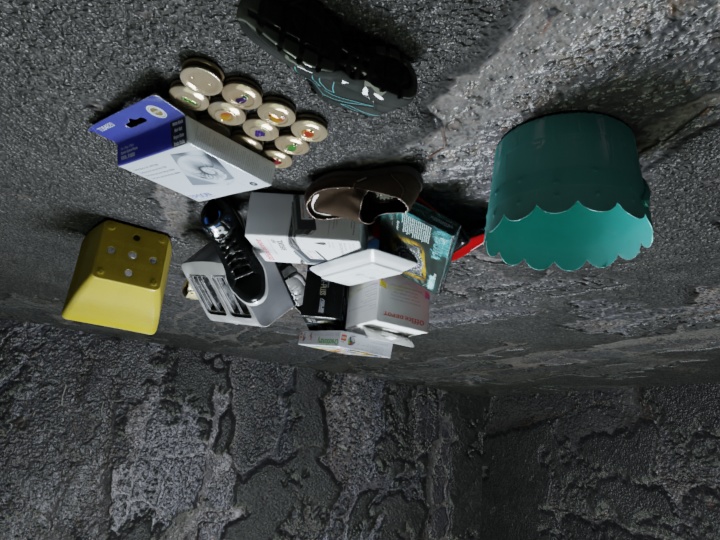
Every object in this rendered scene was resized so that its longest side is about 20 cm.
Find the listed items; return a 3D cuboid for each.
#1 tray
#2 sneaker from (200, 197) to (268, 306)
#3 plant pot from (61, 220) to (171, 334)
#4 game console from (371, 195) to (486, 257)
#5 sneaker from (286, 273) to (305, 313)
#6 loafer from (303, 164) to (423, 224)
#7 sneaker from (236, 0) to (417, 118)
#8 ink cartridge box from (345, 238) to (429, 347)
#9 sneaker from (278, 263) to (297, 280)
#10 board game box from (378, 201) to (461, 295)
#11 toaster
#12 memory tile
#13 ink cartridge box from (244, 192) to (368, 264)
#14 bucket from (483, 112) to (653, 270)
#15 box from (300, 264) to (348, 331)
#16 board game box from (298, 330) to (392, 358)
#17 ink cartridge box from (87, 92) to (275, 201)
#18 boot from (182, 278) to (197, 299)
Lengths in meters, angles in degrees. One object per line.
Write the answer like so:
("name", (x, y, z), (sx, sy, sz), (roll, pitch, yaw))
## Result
("tray", (0.000, 0.000, 0.951), (0.107, 0.022, 0.199), (15, 162, -35))
("sneaker", (-0.230, -0.037, 0.909), (0.073, 0.201, 0.112), (-26, 159, 2))
("plant pot", (-0.518, 0.002, 1.149), (0.199, 0.202, 0.176), (16, 147, -27))
("game console", (0.141, -0.078, 0.944), (0.171, 0.120, 0.200), (-21, 172, -23))
("sneaker", (-0.177, 0.058, 1.347), (0.074, 0.083, 0.200), (-3, 159, 27))
("loafer", (-0.005, -0.109, 0.791), (0.198, 0.071, 0.073), (-9, 138, 28))
("sneaker", (-0.037, -0.206, 0.530), (0.199, 0.076, 0.079), (18, 160, -31))
("ink cartridge box", (0.056, 0.052, 1.067), (0.128, 0.202, 0.125), (17, 159, -28))
("sneaker", (-0.222, -0.001, 1.204), (0.199, 0.080, 0.074), (-19, -174, 45))
("board game box", (0.095, -0.042, 0.898), (0.135, 0.028, 0.201), (30, 154, 16))
("toaster", (-0.255, 0.018, 1.090), (0.180, 0.119, 0.201), (1, 123, 38))
("memory tile", (-0.154, -0.197, 0.687), (0.199, 0.017, 0.153), (19, 157, -33))
("ink cartridge box", (-0.090, -0.070, 0.935), (0.198, 0.085, 0.145), (4, 163, 6))
("bucket", (0.262, -0.094, 0.670), (0.205, 0.136, 0.207), (6, 162, 2))
("box", (-0.069, 0.051, 1.164), (0.085, 0.165, 0.200), (5, 161, 3))
("board game box", (-0.037, 0.157, 1.117), (0.125, 0.035, 0.200), (17, 166, -27))
("ink cartridge box", (-0.259, -0.163, 0.750), (0.198, 0.041, 0.199), (-3, 161, 41))
("boot", (-0.386, 0.050, 1.406), (0.154, 0.074, 0.199), (15, 165, -33))
